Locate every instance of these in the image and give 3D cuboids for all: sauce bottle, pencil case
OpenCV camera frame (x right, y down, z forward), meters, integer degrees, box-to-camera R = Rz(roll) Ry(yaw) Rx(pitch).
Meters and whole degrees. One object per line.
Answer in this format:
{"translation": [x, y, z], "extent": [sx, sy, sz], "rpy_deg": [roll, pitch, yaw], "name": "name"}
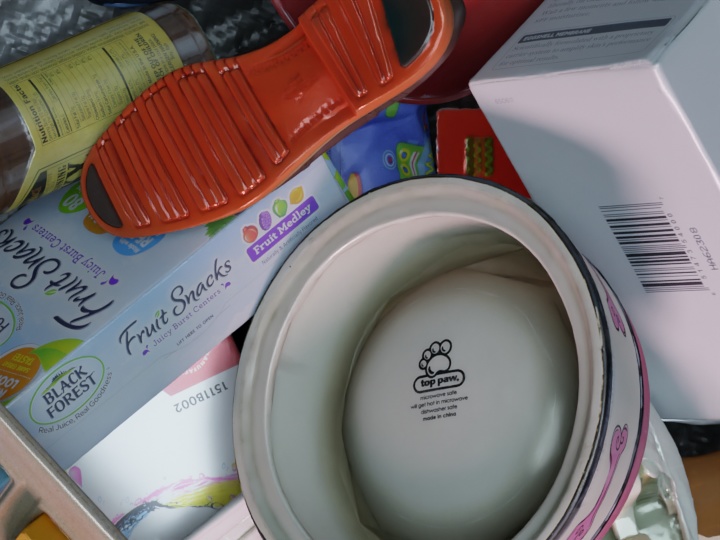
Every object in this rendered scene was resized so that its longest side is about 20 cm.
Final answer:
{"translation": [-0.160, -0.064, 1.399], "extent": [0.199, 0.065, 0.065], "rpy_deg": [-26, 95, -28], "name": "sauce bottle"}
{"translation": [0.000, 0.000, 1.491], "extent": [0.078, 0.087, 0.201], "rpy_deg": [0, 91, 17], "name": "pencil case"}

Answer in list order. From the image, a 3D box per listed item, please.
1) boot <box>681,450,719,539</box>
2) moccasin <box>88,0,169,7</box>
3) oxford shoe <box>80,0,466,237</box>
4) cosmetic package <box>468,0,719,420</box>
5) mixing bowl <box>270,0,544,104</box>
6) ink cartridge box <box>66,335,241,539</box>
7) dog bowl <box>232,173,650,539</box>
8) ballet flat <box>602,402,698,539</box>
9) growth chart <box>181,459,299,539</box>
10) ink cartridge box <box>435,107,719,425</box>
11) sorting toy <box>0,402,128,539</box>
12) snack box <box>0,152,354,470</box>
{"translation": [0.136, 0.108, 1.446], "extent": [0.155, 0.077, 0.201], "rpy_deg": [28, 94, -3], "name": "boot"}
{"translation": [-0.052, -0.178, 1.484], "extent": [0.199, 0.068, 0.081], "rpy_deg": [-12, 81, -24], "name": "moccasin"}
{"translation": [-0.036, -0.072, 1.378], "extent": [0.199, 0.072, 0.072], "rpy_deg": [-27, 84, 18], "name": "oxford shoe"}
{"translation": [0.185, -0.070, 1.397], "extent": [0.200, 0.123, 0.200], "rpy_deg": [-47, 118, -33], "name": "cosmetic package"}
{"translation": [0.049, -0.188, 1.433], "extent": [0.199, 0.108, 0.202], "rpy_deg": [10, 73, -38], "name": "mixing bowl"}
{"translation": [-0.086, 0.123, 1.492], "extent": [0.116, 0.067, 0.201], "rpy_deg": [-25, 95, -6], "name": "ink cartridge box"}
{"translation": [0.042, 0.062, 1.358], "extent": [0.199, 0.074, 0.201], "rpy_deg": [-9, 73, 33], "name": "dog bowl"}
{"translation": [0.126, 0.119, 1.377], "extent": [0.069, 0.069, 0.201], "rpy_deg": [-19, 80, -6], "name": "ballet flat"}
{"translation": [-0.043, 0.186, 1.467], "extent": [0.144, 0.018, 0.200], "rpy_deg": [-32, 130, -2], "name": "growth chart"}
{"translation": [0.137, -0.004, 1.500], "extent": [0.199, 0.050, 0.163], "rpy_deg": [-1, 92, -27], "name": "ink cartridge box"}
{"translation": [-0.173, 0.133, 1.357], "extent": [0.200, 0.185, 0.036], "rpy_deg": [43, 50, 2], "name": "sorting toy"}
{"translation": [-0.114, 0.000, 1.430], "extent": [0.200, 0.142, 0.053], "rpy_deg": [-40, 122, -14], "name": "snack box"}
